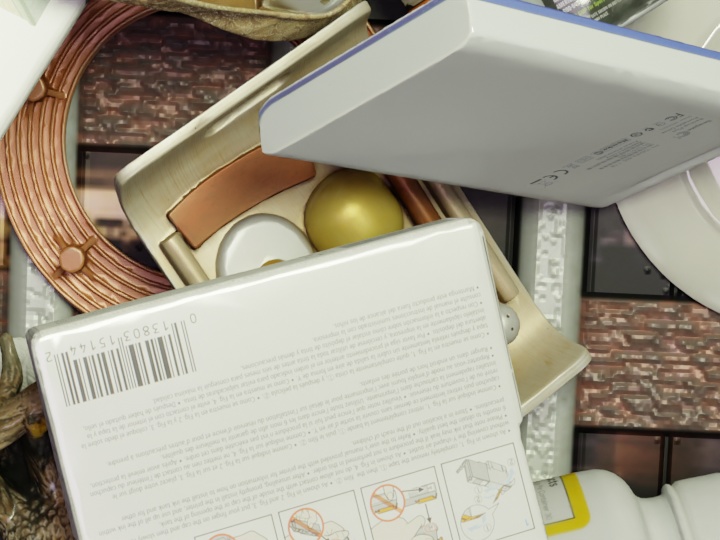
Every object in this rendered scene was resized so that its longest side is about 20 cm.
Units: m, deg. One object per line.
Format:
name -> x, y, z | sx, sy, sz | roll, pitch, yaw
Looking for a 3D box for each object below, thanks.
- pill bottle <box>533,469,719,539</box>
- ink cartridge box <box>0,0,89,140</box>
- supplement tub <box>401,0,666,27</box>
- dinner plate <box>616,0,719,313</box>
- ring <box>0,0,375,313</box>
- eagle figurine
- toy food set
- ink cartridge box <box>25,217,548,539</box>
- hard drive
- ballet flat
pill bottle -> 0.081, 0.155, 0.876 | 0.198, 0.111, 0.113 | -13, 96, 2
ink cartridge box -> -0.173, -0.167, 0.816 | 0.145, 0.084, 0.201 | 33, 74, -14
supplement tub -> 0.050, -0.186, 0.836 | 0.122, 0.123, 0.201 | -30, 94, 3
dinner plate -> 0.214, -0.070, 0.898 | 0.198, 0.024, 0.203 | 0, 95, 1
ring -> -0.077, -0.061, 0.901 | 0.198, 0.019, 0.203 | 0, 95, 0
eagle figurine -> -0.132, 0.138, 0.884 | 0.151, 0.151, 0.201 | 2, 135, 38
toy food set -> 0.000, 0.000, 0.859 | 0.143, 0.060, 0.201 | -36, 100, -16
ink cartridge box -> -0.026, 0.086, 0.808 | 0.198, 0.045, 0.178 | -14, 95, -14
hard drive -> 0.075, -0.067, 0.798 | 0.199, 0.131, 0.026 | 7, 69, -39
ballet flat -> -0.047, -0.134, 0.806 | 0.065, 0.199, 0.071 | 5, 98, 43
